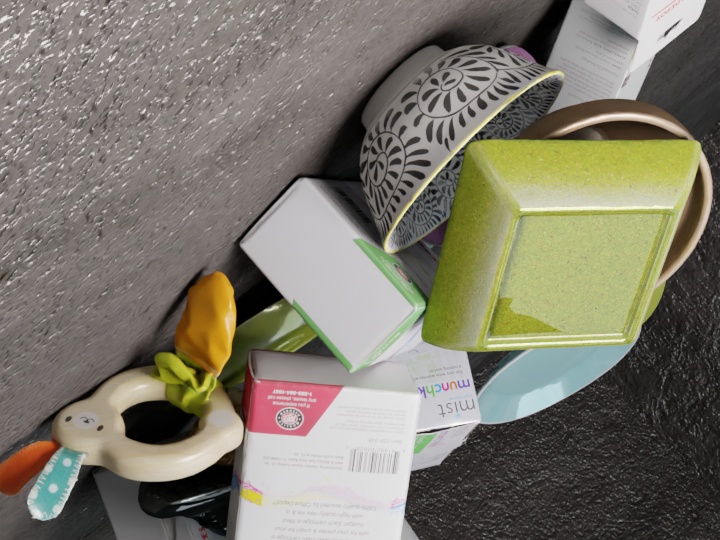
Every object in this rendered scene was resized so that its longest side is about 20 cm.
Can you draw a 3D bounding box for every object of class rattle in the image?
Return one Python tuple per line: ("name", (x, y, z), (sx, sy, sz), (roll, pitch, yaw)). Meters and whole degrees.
("rattle", (-0.191, 0.101, 1.184), (0.197, 0.131, 0.144), (-9, 143, -23))

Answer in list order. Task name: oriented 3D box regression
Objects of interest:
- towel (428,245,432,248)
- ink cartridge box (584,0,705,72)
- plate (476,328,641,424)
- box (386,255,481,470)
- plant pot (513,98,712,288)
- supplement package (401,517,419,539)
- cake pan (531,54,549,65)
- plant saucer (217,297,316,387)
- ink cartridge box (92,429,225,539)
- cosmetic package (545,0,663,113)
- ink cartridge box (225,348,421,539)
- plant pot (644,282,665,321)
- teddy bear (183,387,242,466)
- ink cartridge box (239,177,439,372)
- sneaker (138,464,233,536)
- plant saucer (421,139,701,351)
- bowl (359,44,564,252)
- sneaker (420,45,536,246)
("towel", (0.052, -0.042, 1.593), (0.199, 0.048, 0.172), (-39, 168, -22))
("ink cartridge box", (0.260, -0.281, 1.273), (0.115, 0.067, 0.201), (-38, 155, -30))
("plate", (0.195, 0.094, 1.524), (0.198, 0.026, 0.201), (-22, 155, -11))
("box", (0.046, 0.104, 1.550), (0.095, 0.179, 0.200), (-7, 163, -13))
("plant pot", (0.181, -0.066, 1.228), (0.198, 0.093, 0.203), (-8, 129, -9))
("supplement package", (-0.022, 0.265, 1.465), (0.121, 0.120, 0.200), (-37, 160, 0))
("cake pan", (0.155, -0.133, 1.515), (0.201, 0.036, 0.201), (-53, 161, -26))
("plant saucer", (-0.085, 0.066, 1.440), (0.199, 0.031, 0.200), (-33, 173, -4))
("ink cartridge box", (-0.177, 0.245, 1.539), (0.087, 0.147, 0.200), (-23, 176, 14))
("cosmetic package", (0.221, -0.175, 1.437), (0.113, 0.080, 0.202), (-36, 149, -57))
("ink cartridge box", (-0.036, 0.179, 1.277), (0.086, 0.145, 0.203), (-115, -147, -70))
("plant pot", (0.200, 0.007, 1.572), (0.188, 0.188, 0.199), (-50, 164, 32))
("teddy bear", (-0.076, 0.142, 1.453), (0.145, 0.197, 0.068), (-147, -119, -65))
("ink cartridge box", (0.000, 0.000, 1.288), (0.084, 0.145, 0.200), (-44, 170, 13))
("sneaker", (-0.135, 0.222, 1.429), (0.199, 0.075, 0.089), (-12, 114, -54))
("plant saucer", (0.162, -0.007, 1.173), (0.197, 0.048, 0.202), (-2, 130, -17))
("bowl", (0.063, -0.118, 1.204), (0.200, 0.094, 0.201), (-42, 170, -9))
("sneaker", (0.092, -0.118, 1.373), (0.202, 0.080, 0.088), (-59, -164, -6))
